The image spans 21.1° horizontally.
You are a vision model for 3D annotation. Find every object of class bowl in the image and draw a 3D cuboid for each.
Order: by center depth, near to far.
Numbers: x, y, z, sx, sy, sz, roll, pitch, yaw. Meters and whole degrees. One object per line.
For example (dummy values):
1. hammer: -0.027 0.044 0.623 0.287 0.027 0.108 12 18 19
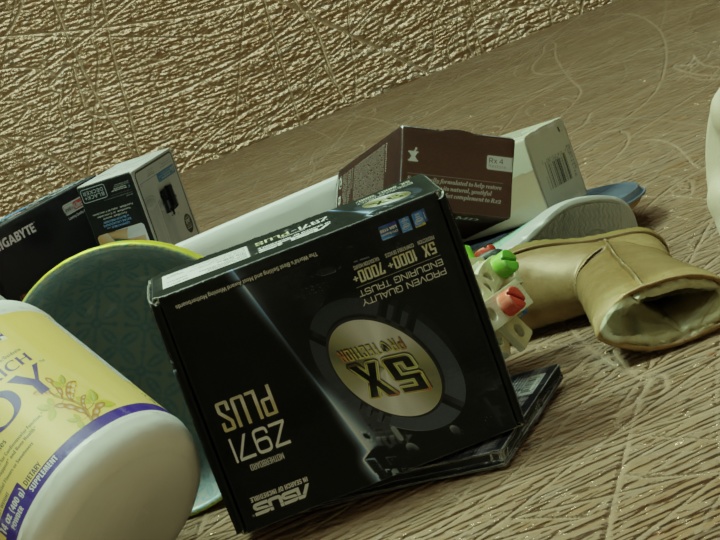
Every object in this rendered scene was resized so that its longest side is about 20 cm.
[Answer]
1. bowl: -0.151 0.070 1.391 0.199 0.201 0.108 -19 9 7

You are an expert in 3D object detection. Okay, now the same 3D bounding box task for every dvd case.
1. dvd case: 0.028 0.117 1.314 0.199 0.016 0.149 -15 13 25

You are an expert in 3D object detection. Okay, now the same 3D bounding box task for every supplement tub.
1. supplement tub: -0.216 0.109 1.246 0.200 0.146 0.145 34 44 29

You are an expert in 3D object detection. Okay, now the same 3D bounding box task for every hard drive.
1. hard drive: -0.069 0.008 1.728 0.199 0.133 0.027 -24 8 -18

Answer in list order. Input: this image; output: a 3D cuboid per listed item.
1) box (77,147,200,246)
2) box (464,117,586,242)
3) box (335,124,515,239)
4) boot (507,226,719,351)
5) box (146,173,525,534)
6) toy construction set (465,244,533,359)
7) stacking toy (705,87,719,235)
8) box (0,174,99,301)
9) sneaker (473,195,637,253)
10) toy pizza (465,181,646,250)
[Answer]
1. box: -0.191 -0.005 1.842 0.060 0.201 0.117 -15 10 17
2. box: 0.097 -0.072 1.797 0.199 0.078 0.095 -16 8 34
3. box: 0.051 -0.065 1.644 0.099 0.075 0.200 6 -11 -15
4. boot: 0.166 0.019 1.417 0.174 0.067 0.200 -20 12 2
5. box: -0.017 0.052 1.245 0.199 0.165 0.086 -20 12 -3
6. toy construction set: 0.048 0.037 1.390 0.199 0.093 0.131 -22 -11 40
7. stacking toy: 0.369 -0.082 1.457 0.199 0.147 0.146 -5 9 -8
8. box: -0.276 0.034 1.806 0.049 0.200 0.200 -14 11 30
9. sneaker: 0.127 -0.009 1.602 0.200 0.074 0.118 -25 11 -24
10. toy pizza: 0.167 -0.033 1.759 0.199 0.032 0.200 -20 7 2
